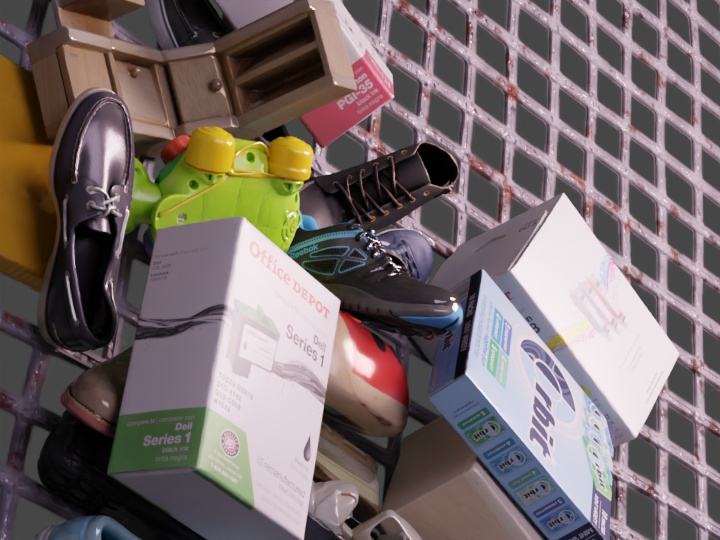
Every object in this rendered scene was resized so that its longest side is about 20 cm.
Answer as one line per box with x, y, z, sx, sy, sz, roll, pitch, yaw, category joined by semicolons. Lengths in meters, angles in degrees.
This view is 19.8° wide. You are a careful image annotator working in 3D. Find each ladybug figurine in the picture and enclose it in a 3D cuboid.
-0.022;0.078;1.686;0.072;0.135;0.200;-63;150;-9;ladybug figurine

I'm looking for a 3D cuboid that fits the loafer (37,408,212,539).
-0.152;0.172;1.550;0.200;0.068;0.071;39;52;-22;loafer

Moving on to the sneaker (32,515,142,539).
-0.148;0.249;1.499;0.200;0.082;0.074;41;44;-27;sneaker

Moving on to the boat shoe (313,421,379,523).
-0.055;0.137;1.678;0.200;0.073;0.063;39;40;-31;boat shoe

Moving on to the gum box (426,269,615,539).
0.139;0.122;1.731;0.200;0.044;0.170;49;25;-19;gum box

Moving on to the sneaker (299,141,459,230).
-0.003;-0.068;1.822;0.200;0.106;0.075;-26;89;-51;sneaker

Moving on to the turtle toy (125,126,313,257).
-0.134;-0.052;1.661;0.199;0.101;0.147;6;104;-35;turtle toy

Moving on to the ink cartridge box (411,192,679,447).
0.168;0.063;1.908;0.200;0.145;0.145;53;40;-11;ink cartridge box

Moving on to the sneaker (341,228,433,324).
0.023;0.005;1.828;0.200;0.084;0.075;-33;94;-51;sneaker

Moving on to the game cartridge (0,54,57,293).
-0.304;-0.096;1.567;0.199;0.032;0.177;30;49;-37;game cartridge

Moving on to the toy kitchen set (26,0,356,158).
-0.145;-0.200;1.656;0.200;0.180;0.164;6;66;-59;toy kitchen set

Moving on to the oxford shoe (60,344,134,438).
-0.163;0.076;1.539;0.070;0.075;0.200;35;13;7;oxford shoe

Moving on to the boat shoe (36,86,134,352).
-0.195;-0.037;1.553;0.072;0.063;0.202;8;90;-39;boat shoe

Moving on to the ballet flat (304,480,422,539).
-0.006;0.211;1.659;0.199;0.073;0.073;35;45;-11;ballet flat

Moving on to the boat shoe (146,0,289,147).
-0.120;-0.178;1.794;0.068;0.056;0.201;-25;88;-51;boat shoe

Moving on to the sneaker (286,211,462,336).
0.000;0.000;1.696;0.073;0.199;0.082;36;72;-57;sneaker

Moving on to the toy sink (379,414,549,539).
0.105;0.191;1.777;0.131;0.112;0.200;52;25;-15;toy sink

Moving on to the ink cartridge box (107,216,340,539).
-0.096;0.081;1.503;0.146;0.084;0.201;41;50;-48;ink cartridge box

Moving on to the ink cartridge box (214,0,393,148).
-0.059;-0.220;1.821;0.201;0.083;0.147;54;8;-11;ink cartridge box
